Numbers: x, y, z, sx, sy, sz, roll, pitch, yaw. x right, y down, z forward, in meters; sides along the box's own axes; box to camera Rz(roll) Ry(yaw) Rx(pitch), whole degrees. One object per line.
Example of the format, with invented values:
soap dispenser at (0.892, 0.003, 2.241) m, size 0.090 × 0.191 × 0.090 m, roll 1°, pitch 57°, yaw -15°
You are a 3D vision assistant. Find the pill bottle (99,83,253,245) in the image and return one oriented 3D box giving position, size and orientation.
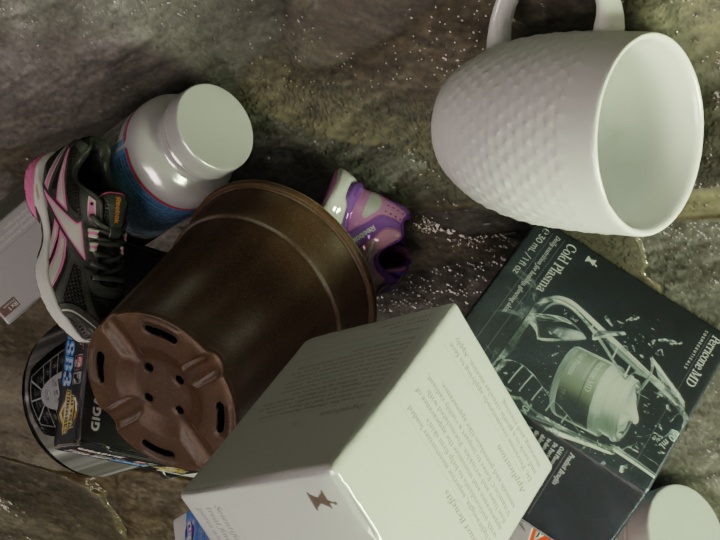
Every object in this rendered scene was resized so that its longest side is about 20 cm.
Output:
pill bottle at (-0.187, -0.096, 1.600) m, size 0.109 × 0.109 × 0.199 m, roll 50°, pitch 139°, yaw -12°

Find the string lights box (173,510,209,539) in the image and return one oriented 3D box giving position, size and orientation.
string lights box at (-0.119, 0.273, 1.728) m, size 0.058 × 0.104 × 0.200 m, roll 11°, pitch 152°, yaw -30°

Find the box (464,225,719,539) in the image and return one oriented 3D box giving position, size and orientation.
box at (0.169, 0.098, 1.430) m, size 0.196 × 0.200 × 0.124 m, roll 33°, pitch 138°, yaw 8°

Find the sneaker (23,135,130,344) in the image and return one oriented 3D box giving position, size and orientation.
sneaker at (-0.238, -0.030, 1.525) m, size 0.086 × 0.080 × 0.202 m, roll -33°, pitch 68°, yaw 33°

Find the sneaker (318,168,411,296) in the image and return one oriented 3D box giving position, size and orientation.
sneaker at (0.000, 0.000, 1.575) m, size 0.088 × 0.081 × 0.201 m, roll 15°, pitch 138°, yaw 4°

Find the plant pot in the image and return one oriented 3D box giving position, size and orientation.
plant pot at (-0.117, 0.056, 1.481) m, size 0.199 × 0.198 × 0.202 m, roll 16°, pitch 125°, yaw 23°

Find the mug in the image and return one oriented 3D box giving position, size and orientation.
mug at (0.147, -0.132, 1.305) m, size 0.174 × 0.147 × 0.202 m, roll 7°, pitch 100°, yaw 42°

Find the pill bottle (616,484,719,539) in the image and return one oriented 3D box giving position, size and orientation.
pill bottle at (0.233, 0.269, 1.601) m, size 0.113 × 0.113 × 0.200 m, roll 47°, pitch 140°, yaw -8°

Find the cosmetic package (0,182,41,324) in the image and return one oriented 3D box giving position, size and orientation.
cosmetic package at (-0.333, -0.024, 1.707) m, size 0.090 × 0.107 × 0.200 m, roll 50°, pitch 175°, yaw -11°

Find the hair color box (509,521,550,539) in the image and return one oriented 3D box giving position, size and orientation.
hair color box at (0.122, 0.253, 1.583) m, size 0.111 × 0.064 × 0.201 m, roll 42°, pitch 136°, yaw 34°

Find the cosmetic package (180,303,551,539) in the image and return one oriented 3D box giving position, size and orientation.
cosmetic package at (0.008, 0.159, 1.301) m, size 0.164 × 0.200 × 0.166 m, roll -15°, pitch 114°, yaw 42°

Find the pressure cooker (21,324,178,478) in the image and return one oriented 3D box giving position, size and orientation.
pressure cooker at (-0.231, 0.111, 1.774) m, size 0.176 × 0.180 × 0.199 m, roll 42°, pitch 142°, yaw -25°

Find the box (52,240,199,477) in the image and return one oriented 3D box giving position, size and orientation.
box at (-0.187, 0.086, 1.636) m, size 0.198 × 0.202 × 0.049 m, roll 20°, pitch 157°, yaw -41°
